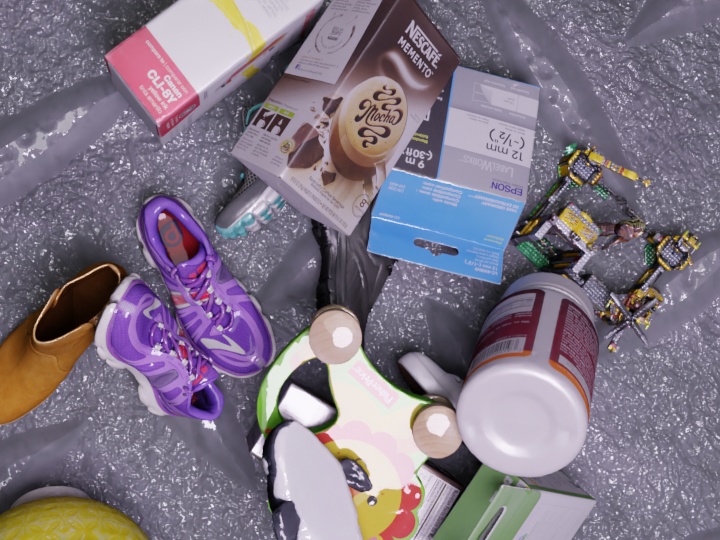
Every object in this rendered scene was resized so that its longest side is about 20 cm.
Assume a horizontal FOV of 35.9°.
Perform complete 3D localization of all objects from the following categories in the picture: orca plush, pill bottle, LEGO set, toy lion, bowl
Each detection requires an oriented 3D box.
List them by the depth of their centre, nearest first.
[{"bbox_3d":[-0.034,0.223,0.971,0.200,0.071,0.105,50,53,-15],"label":"orca plush"},{"bbox_3d":[-0.016,0.160,1.003,0.200,0.069,0.192,43,91,-5],"label":"toy lion"},{"bbox_3d":[0.159,0.087,1.019,0.113,0.200,0.115,7,117,14],"label":"pill bottle"},{"bbox_3d":[-0.285,0.268,1.036,0.199,0.201,0.108,-12,48,-8],"label":"bowl"},{"bbox_3d":[0.254,-0.030,1.125,0.154,0.116,0.200,-40,94,-7],"label":"LEGO set"}]

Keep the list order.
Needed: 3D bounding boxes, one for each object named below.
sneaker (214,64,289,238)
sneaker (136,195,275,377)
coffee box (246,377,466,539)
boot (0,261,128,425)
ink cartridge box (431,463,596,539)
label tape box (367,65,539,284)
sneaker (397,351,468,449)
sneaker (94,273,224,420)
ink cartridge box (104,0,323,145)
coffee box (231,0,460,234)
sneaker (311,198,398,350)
[{"bbox_3d":[-0.090,-0.122,1.111,0.091,0.078,0.200,37,76,3],"label":"sneaker"},{"bbox_3d":[-0.156,0.018,1.078,0.080,0.083,0.201,-35,94,-7],"label":"sneaker"},{"bbox_3d":[-0.007,0.188,1.086,0.199,0.113,0.080,32,85,-7],"label":"coffee box"},{"bbox_3d":[-0.295,0.067,1.034,0.071,0.144,0.201,43,84,-4],"label":"boot"},{"bbox_3d":[0.133,0.232,1.038,0.059,0.200,0.104,39,100,36],"label":"ink cartridge box"},{"bbox_3d":[0.094,-0.102,1.103,0.142,0.066,0.201,14,65,-8],"label":"label tape box"},{"bbox_3d":[0.124,0.136,1.131,0.200,0.073,0.085,44,80,-16],"label":"sneaker"},{"bbox_3d":[-0.176,0.075,1.030,0.083,0.200,0.081,13,62,25],"label":"sneaker"},{"bbox_3d":[-0.138,-0.219,1.063,0.200,0.145,0.084,-39,94,-7],"label":"ink cartridge box"},{"bbox_3d":[-0.010,-0.152,1.023,0.113,0.080,0.201,38,82,-47],"label":"coffee box"},{"bbox_3d":[0.000,0.000,1.115,0.090,0.076,0.201,-2,90,-14],"label":"sneaker"}]
